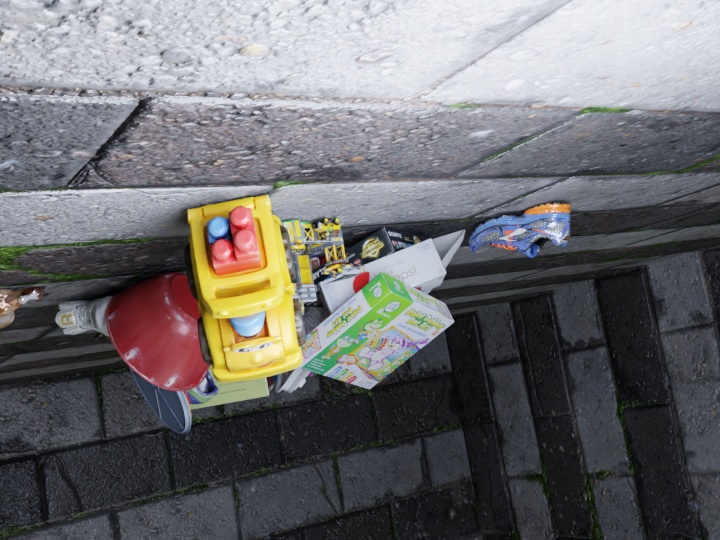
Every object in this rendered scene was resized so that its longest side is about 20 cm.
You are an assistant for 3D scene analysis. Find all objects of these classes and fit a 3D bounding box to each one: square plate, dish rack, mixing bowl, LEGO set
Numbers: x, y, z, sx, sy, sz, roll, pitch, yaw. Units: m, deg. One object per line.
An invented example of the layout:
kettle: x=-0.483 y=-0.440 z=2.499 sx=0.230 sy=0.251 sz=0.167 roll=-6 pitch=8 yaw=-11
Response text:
square plate: x=0.081 y=0.014 z=1.563 sx=0.196 sy=0.029 sz=0.201 roll=-17 pitch=-155 yaw=42
dish rack: x=-0.094 y=0.122 z=1.607 sx=0.043 sy=0.201 sz=0.173 roll=29 pitch=116 yaw=-15
mixing bowl: x=-0.294 y=0.079 z=1.408 sx=0.108 sy=0.202 sz=0.199 roll=-41 pitch=159 yaw=25
LEGO set: x=-0.103 y=0.005 z=1.275 sx=0.197 sy=0.119 sz=0.152 roll=-16 pitch=171 yaw=36

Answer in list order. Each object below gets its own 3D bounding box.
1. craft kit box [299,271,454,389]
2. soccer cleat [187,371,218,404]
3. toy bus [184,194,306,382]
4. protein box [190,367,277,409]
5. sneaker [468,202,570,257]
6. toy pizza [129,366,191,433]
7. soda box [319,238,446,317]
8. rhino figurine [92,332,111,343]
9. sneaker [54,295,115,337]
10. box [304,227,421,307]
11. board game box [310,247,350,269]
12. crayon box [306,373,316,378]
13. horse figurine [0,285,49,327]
craft kit box: x=0.023 y=0.101 z=1.393 sx=0.197 sy=0.049 sz=0.199 roll=-43 pitch=145 yaw=18
soccer cleat: x=-0.304 y=0.134 z=1.509 sx=0.083 sy=0.203 sz=0.065 roll=-17 pitch=-169 yaw=37
toy bus: x=-0.136 y=0.013 z=1.022 sx=0.132 sy=0.205 sz=0.192 roll=-10 pitch=165 yaw=-7
protein box: x=-0.263 y=0.133 z=1.617 sx=0.194 sy=0.205 sz=0.135 roll=-11 pitch=-176 yaw=7
sneaker: x=0.271 y=-0.058 z=1.505 sx=0.197 sy=0.080 sz=0.075 roll=-17 pitch=170 yaw=39
toy pizza: x=-0.341 y=0.185 z=1.499 sx=0.031 sy=0.203 sz=0.199 roll=-30 pitch=-176 yaw=-31
soda box: x=0.034 y=0.021 z=1.401 sx=0.196 sy=0.065 sz=0.068 roll=-21 pitch=164 yaw=-9
rhino figurine: x=-0.485 y=0.120 z=1.823 sx=0.196 sy=0.061 sz=0.087 roll=-14 pitch=153 yaw=29
sneaker: x=-0.458 y=0.084 z=1.480 sx=0.113 sy=0.076 sz=0.200 roll=-10 pitch=-178 yaw=-11
box: x=0.000 y=0.000 z=1.492 sx=0.198 sy=0.047 sz=0.158 roll=-31 pitch=165 yaw=21
board game box: x=-0.042 y=-0.006 z=1.590 sx=0.195 sy=0.040 sz=0.158 roll=-11 pitch=173 yaw=4
crayon box: x=-0.071 y=0.104 z=1.751 sx=0.058 sy=0.203 sz=0.118 roll=35 pitch=140 yaw=-24
horse figurine: x=-0.561 y=0.068 z=1.322 sx=0.131 sy=0.051 sz=0.199 roll=-27 pitch=176 yaw=-39
